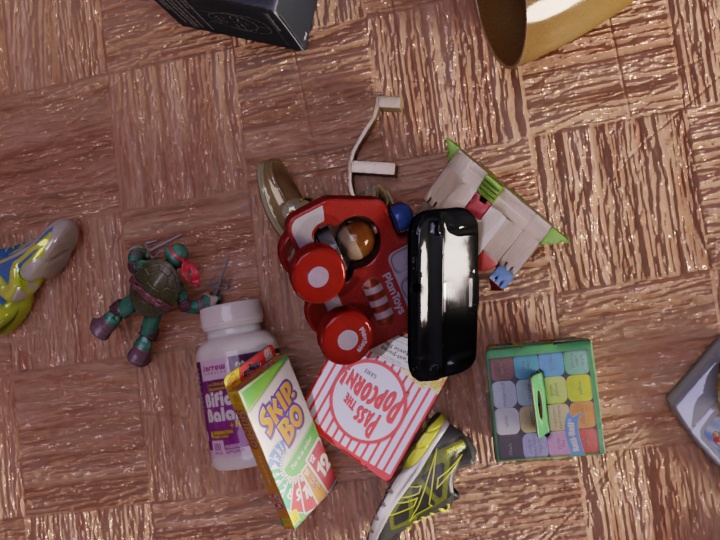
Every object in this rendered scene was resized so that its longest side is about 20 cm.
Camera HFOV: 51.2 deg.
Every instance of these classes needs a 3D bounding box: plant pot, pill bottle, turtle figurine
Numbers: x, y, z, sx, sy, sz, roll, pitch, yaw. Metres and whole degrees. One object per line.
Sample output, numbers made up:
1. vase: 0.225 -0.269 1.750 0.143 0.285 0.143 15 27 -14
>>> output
1. plant pot: 0.255 -0.365 0.911 0.195 0.186 0.192 -15 84 -4
2. pill bottle: -0.154 0.145 0.975 0.109 0.112 0.206 -12 85 9
3. turtle figurine: -0.274 0.024 1.016 0.149 0.101 0.201 41 100 10

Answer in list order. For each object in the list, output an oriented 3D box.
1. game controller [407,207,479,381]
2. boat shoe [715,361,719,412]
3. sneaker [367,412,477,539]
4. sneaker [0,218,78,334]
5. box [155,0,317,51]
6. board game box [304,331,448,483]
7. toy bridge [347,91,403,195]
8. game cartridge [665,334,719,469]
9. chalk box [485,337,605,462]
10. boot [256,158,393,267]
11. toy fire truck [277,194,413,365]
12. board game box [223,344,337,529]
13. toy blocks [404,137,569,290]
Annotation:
1. game controller: 0.100 0.029 0.893 0.042 0.103 0.206 11 106 46
2. boat shoe: 0.508 0.148 0.851 0.194 0.071 0.079 5 99 20
3. sneaker: 0.077 0.285 0.944 0.083 0.074 0.203 29 92 10
4. sneaker: -0.490 -0.013 1.064 0.105 0.076 0.201 40 95 11
5. box: -0.168 -0.383 0.991 0.195 0.148 0.110 15 90 10
6. board game box: 0.027 0.144 0.976 0.149 0.046 0.203 30 92 11
7. toy bridge: 0.017 -0.136 1.004 0.065 0.027 0.206 4 88 12
8. game cartridge: 0.475 0.187 0.899 0.199 0.042 0.134 42 90 10
9. chalk box: 0.209 0.145 0.865 0.120 0.200 0.129 -6 86 9
10. boot: -0.038 -0.079 0.967 0.153 0.072 0.204 -28 88 27
11. toy fire truck: 0.000 0.000 0.893 0.165 0.112 0.204 -26 112 -6
12. board game box: -0.096 0.201 0.923 0.029 0.095 0.204 -15 102 39
13. toy blocks: 0.144 -0.049 0.952 0.199 0.100 0.138 41 105 11
